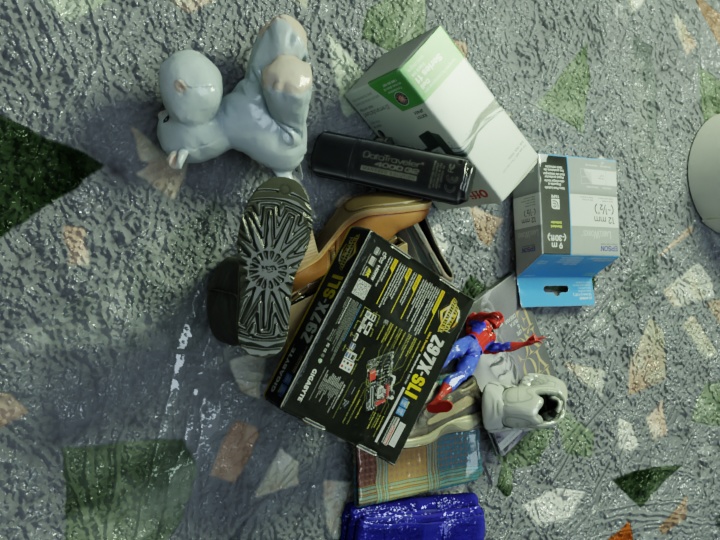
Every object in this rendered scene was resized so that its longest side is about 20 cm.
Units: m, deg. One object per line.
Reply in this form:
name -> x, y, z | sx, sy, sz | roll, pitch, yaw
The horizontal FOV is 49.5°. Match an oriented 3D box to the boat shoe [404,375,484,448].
boat shoe -> 0.072, 0.167, 0.939 | 0.199, 0.074, 0.074 | -5, 83, -42

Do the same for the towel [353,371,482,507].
towel -> 0.076, 0.210, 0.987 | 0.198, 0.022, 0.149 | -3, 91, -35

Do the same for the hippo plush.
hippo plush -> -0.140, -0.179, 0.845 | 0.159, 0.160, 0.201 | -3, 135, -10

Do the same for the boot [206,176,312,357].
boot -> -0.111, -0.002, 0.803 | 0.072, 0.200, 0.184 | 14, 90, -13

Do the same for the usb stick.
usb stick -> 0.033, -0.119, 0.900 | 0.033, 0.198, 0.056 | 23, 82, -69

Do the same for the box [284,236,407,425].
box -> -0.013, 0.073, 0.893 | 0.163, 0.021, 0.201 | -30, 139, -23

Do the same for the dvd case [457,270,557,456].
dvd case -> 0.198, 0.123, 1.052 | 0.148, 0.016, 0.202 | -31, 104, -34

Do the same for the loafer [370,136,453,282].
loafer -> 0.065, -0.072, 0.960 | 0.072, 0.062, 0.202 | -37, 114, -55

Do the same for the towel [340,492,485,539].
towel -> 0.068, 0.361, 0.982 | 0.198, 0.049, 0.150 | 5, 87, -27

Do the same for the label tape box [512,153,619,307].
label tape box -> 0.285, -0.053, 1.074 | 0.142, 0.066, 0.203 | 1, 84, -28

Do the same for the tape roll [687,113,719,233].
tape roll -> 0.635, -0.157, 1.219 | 0.201, 0.139, 0.205 | 0, 90, -27

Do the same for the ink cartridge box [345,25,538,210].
ink cartridge box -> 0.096, -0.173, 0.939 | 0.200, 0.146, 0.083 | 47, 71, -18

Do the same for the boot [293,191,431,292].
boot -> 0.000, 0.000, 0.909 | 0.198, 0.077, 0.157 | -19, 111, -12

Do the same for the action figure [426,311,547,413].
action figure -> 0.149, 0.092, 0.932 | 0.200, 0.098, 0.066 | -37, 102, -54

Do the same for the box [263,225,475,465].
box -> 0.013, 0.079, 0.815 | 0.159, 0.049, 0.202 | 31, 81, -31

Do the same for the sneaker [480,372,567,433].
sneaker -> 0.230, 0.172, 0.995 | 0.199, 0.080, 0.076 | 1, 85, -55
